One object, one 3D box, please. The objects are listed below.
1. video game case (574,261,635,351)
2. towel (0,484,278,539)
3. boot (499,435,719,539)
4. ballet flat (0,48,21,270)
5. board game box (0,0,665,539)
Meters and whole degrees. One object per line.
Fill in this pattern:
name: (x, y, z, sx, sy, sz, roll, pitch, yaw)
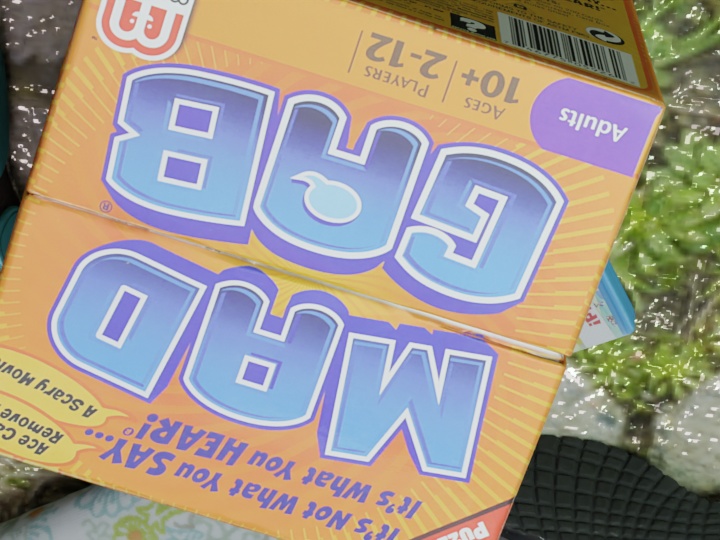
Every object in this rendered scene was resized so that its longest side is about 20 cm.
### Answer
video game case: (0.000, 0.000, 1.247, 0.200, 0.018, 0.143, -18, 122, 19)
towel: (-0.060, 0.163, 1.350, 0.171, 0.048, 0.200, -26, 122, 28)
boot: (0.128, 0.155, 1.321, 0.200, 0.070, 0.132, 15, 132, 0)
ballet flat: (-0.174, -0.028, 1.219, 0.075, 0.068, 0.200, 2, 130, 20)
board game box: (-0.020, -0.034, 1.084, 0.200, 0.200, 0.200, 17, 111, -6)
